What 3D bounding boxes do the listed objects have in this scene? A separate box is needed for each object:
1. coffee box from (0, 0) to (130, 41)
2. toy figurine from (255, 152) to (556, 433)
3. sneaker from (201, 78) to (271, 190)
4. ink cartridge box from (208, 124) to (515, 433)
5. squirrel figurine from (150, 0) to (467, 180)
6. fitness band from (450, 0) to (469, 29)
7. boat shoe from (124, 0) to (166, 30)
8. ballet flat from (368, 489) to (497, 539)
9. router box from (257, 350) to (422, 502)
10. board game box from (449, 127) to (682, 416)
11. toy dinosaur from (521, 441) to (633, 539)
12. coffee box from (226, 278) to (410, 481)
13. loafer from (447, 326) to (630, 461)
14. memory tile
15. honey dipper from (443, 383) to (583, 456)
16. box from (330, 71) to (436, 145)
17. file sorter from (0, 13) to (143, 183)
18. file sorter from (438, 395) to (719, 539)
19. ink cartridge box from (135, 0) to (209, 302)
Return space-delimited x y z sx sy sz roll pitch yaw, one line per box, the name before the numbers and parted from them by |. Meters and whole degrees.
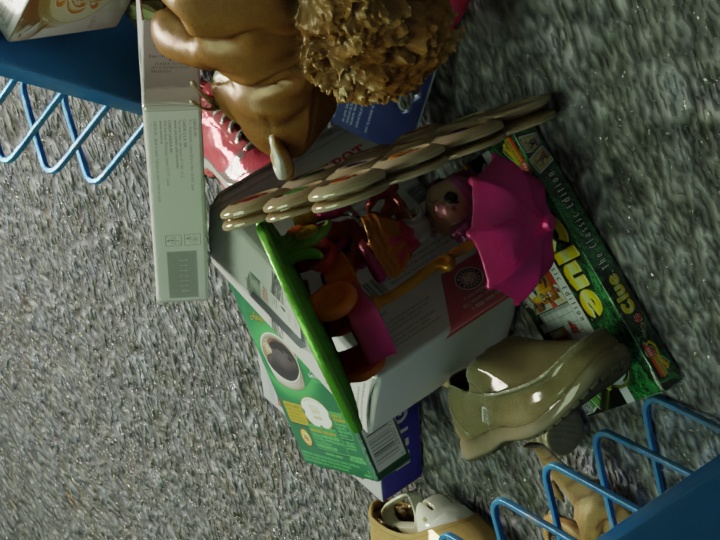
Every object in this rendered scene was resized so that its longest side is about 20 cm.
coffee box | -0.217 -0.280 1.353 0.080 0.114 0.200 55 133 17
toy figurine | 0.038 -0.014 1.139 0.151 0.183 0.200 65 178 -33
sneaker | -0.106 -0.116 1.435 0.200 0.073 0.087 22 134 51
ink cartridge box | 0.000 0.000 1.283 0.200 0.145 0.085 47 153 25
squirrel figurine | -0.041 -0.147 1.085 0.199 0.142 0.187 9 136 27
fitness band | 0.006 -0.229 1.105 0.143 0.037 0.201 16 132 22
boat shoe | -0.136 -0.198 1.410 0.200 0.073 0.063 24 143 54
ballet flat | 0.057 0.225 1.505 0.200 0.068 0.064 -17 88 62
router box | -0.024 0.078 1.511 0.179 0.049 0.201 38 146 37
board game box | 0.139 0.002 1.184 0.201 0.023 0.105 60 151 1
toy dinosaur | 0.166 0.167 1.255 0.200 0.061 0.106 43 157 -20
coffee box | -0.037 0.073 1.424 0.123 0.044 0.201 4 120 58
loafer | 0.112 0.079 1.190 0.068 0.076 0.200 57 146 4
memory tile | 0.018 -0.070 1.109 0.153 0.199 0.017 -8 104 54
honey dipper | 0.097 0.100 1.338 0.200 0.038 0.038 19 133 55
box | -0.034 -0.173 1.220 0.199 0.032 0.122 28 132 11
file sorter | -0.291 -0.171 1.477 0.123 0.199 0.139 -45 51 31
file sorter | 0.168 0.194 1.130 0.122 0.199 0.140 24 136 53
ink cartridge box | -0.140 -0.107 1.270 0.201 0.044 0.177 94 170 -48
